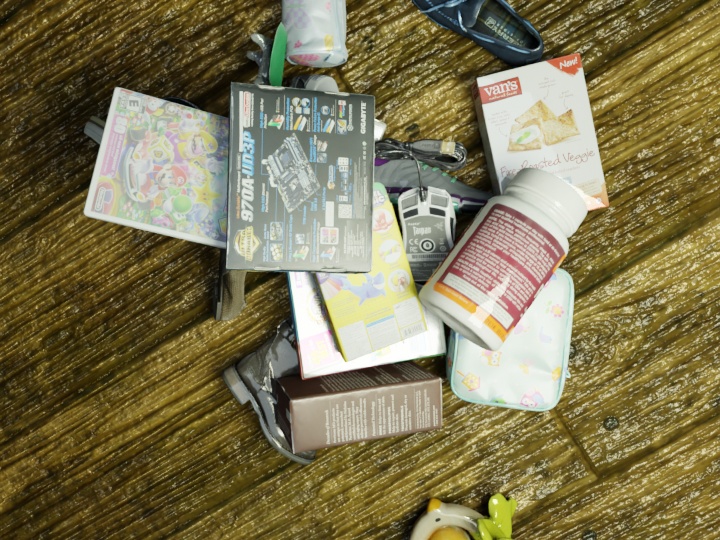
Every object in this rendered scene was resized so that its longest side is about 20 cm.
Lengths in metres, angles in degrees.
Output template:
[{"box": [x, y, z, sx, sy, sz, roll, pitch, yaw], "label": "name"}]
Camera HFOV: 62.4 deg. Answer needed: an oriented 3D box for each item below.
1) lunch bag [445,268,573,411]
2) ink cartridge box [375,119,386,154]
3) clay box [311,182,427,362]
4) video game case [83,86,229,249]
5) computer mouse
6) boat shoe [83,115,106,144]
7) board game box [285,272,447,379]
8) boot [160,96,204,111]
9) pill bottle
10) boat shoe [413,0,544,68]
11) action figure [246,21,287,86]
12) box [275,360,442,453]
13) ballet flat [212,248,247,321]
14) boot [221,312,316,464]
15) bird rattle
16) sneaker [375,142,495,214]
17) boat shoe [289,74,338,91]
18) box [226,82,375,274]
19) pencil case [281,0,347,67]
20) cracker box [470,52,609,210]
[{"box": [0.201, 0.086, 0.796, 0.160, 0.077, 0.200, 7, 92, 2], "label": "lunch bag"}, {"box": [-0.055, -0.107, 0.745, 0.109, 0.050, 0.200, 17, 101, -19], "label": "ink cartridge box"}, {"box": [0.000, 0.000, 0.734, 0.115, 0.048, 0.200, -20, 105, -10], "label": "clay box"}, {"box": [-0.184, -0.105, 0.660, 0.200, 0.018, 0.143, 13, 86, -13], "label": "video game case"}, {"box": [0.080, -0.070, 0.743, 0.109, 0.044, 0.200, -1, 120, 13], "label": "computer mouse"}, {"box": [-0.296, -0.128, 0.806, 0.200, 0.075, 0.068, 37, 91, -2], "label": "boat shoe"}, {"box": [0.008, 0.052, 0.798, 0.200, 0.040, 0.153, -8, 93, -11], "label": "board game box"}, {"box": [-0.212, -0.153, 0.752, 0.076, 0.168, 0.200, -41, 92, 4], "label": "boot"}, {"box": [0.171, -0.015, 0.705, 0.114, 0.114, 0.200, 38, 85, -1], "label": "pill bottle"}, {"box": [0.155, -0.339, 0.763, 0.200, 0.069, 0.084, 27, 97, 0], "label": "boat shoe"}, {"box": [-0.124, -0.189, 0.740, 0.055, 0.118, 0.200, 3, 76, -15], "label": "action figure"}, {"box": [-0.003, 0.173, 0.776, 0.200, 0.100, 0.075, -3, 96, -17], "label": "box"}, {"box": [-0.161, 0.001, 0.781, 0.046, 0.067, 0.200, 0, 139, -21], "label": "ballet flat"}, {"box": [-0.075, 0.152, 0.830, 0.174, 0.069, 0.200, -38, 100, -2], "label": "boot"}, {"box": [0.149, 0.405, 0.845, 0.163, 0.113, 0.200, 20, 110, 12], "label": "bird rattle"}, {"box": [0.085, -0.124, 0.789, 0.200, 0.074, 0.088, 7, 91, 3], "label": "sneaker"}, {"box": [-0.074, -0.158, 0.798, 0.068, 0.072, 0.200, 16, 113, 35], "label": "boat shoe"}, {"box": [-0.066, -0.097, 0.655, 0.159, 0.046, 0.200, 1, 89, -13], "label": "box"}, {"box": [-0.056, -0.366, 0.764, 0.091, 0.083, 0.200, 5, 98, 25], "label": "pencil case"}, {"box": [0.234, -0.166, 0.782, 0.134, 0.058, 0.200, -13, 94, 4], "label": "cracker box"}]
